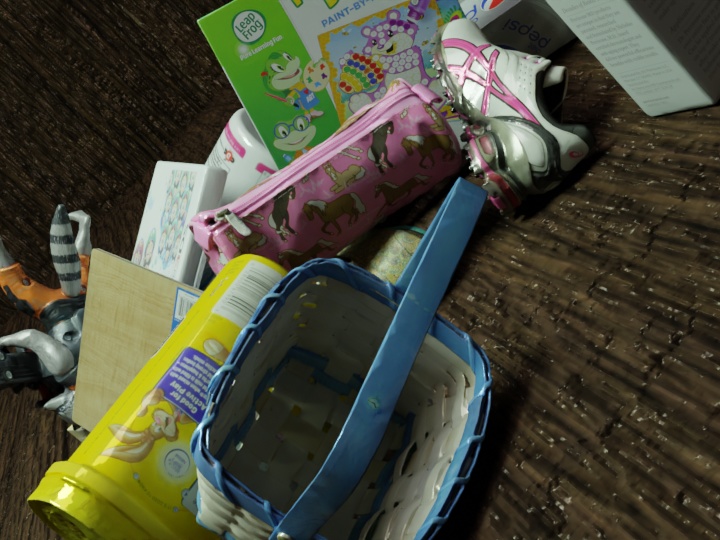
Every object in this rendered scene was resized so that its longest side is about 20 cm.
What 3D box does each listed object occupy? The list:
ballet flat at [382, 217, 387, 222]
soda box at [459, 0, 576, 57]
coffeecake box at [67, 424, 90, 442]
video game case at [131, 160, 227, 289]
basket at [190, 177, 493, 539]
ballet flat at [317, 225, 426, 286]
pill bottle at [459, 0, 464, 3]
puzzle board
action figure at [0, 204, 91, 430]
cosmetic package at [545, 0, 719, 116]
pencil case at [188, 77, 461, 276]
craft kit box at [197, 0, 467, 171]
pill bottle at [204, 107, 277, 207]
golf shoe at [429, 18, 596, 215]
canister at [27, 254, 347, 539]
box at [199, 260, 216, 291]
[{"bbox_3d":[-0.010,-0.052,1.004,0.200,0.065,0.070,-49,29,-4],"label":"ballet flat"},{"bbox_3d":[0.111,-0.205,1.008,0.200,0.063,0.068,-32,34,24],"label":"soda box"},{"bbox_3d":[-0.167,0.092,1.042,0.200,0.073,0.153,-55,21,-24],"label":"coffeecake box"},{"bbox_3d":[-0.174,-0.005,0.983,0.200,0.024,0.183,16,92,68],"label":"video game case"},{"bbox_3d":[-0.001,0.064,0.569,0.177,0.139,0.200,-60,-4,-36],"label":"basket"},{"bbox_3d":[0.000,0.000,0.870,0.071,0.071,0.200,-51,19,-14],"label":"ballet flat"},{"bbox_3d":[0.080,-0.319,1.150,0.114,0.200,0.114,-41,18,16],"label":"pill bottle"},{"bbox_3d":[-0.157,0.079,0.869,0.200,0.017,0.151,18,104,40],"label":"puzzle board"},{"bbox_3d":[-0.281,0.050,0.985,0.104,0.194,0.200,-20,-1,30],"label":"action figure"},{"bbox_3d":[0.165,-0.203,0.691,0.102,0.200,0.071,-50,18,-14],"label":"cosmetic package"},{"bbox_3d":[-0.022,-0.056,0.798,0.200,0.083,0.087,-34,5,-7],"label":"pencil case"},{"bbox_3d":[-0.002,-0.166,0.923,0.199,0.198,0.049,-29,11,1],"label":"craft kit box"},{"bbox_3d":[-0.126,-0.059,1.160,0.200,0.113,0.113,-56,12,25],"label":"pill bottle"},{"bbox_3d":[0.112,-0.129,0.830,0.092,0.073,0.200,-29,46,13],"label":"golf shoe"},{"bbox_3d":[-0.083,0.107,0.692,0.200,0.149,0.086,-54,18,-28],"label":"canister"},{"bbox_3d":[-0.087,0.038,0.905,0.119,0.041,0.200,-39,42,22],"label":"box"}]
